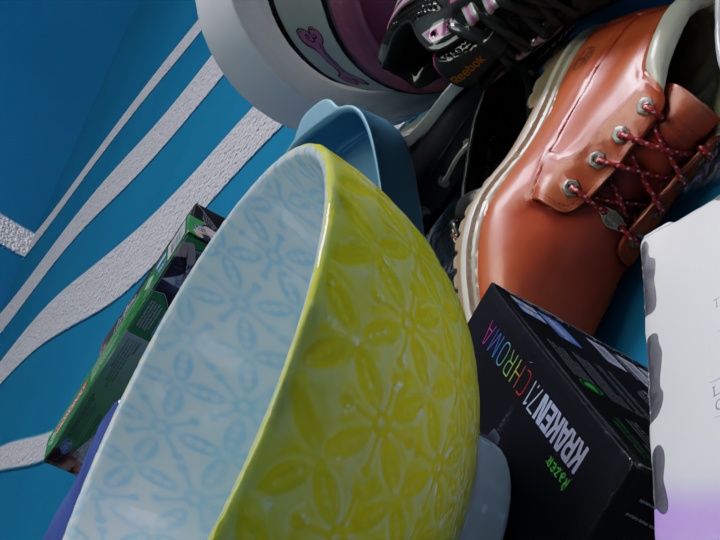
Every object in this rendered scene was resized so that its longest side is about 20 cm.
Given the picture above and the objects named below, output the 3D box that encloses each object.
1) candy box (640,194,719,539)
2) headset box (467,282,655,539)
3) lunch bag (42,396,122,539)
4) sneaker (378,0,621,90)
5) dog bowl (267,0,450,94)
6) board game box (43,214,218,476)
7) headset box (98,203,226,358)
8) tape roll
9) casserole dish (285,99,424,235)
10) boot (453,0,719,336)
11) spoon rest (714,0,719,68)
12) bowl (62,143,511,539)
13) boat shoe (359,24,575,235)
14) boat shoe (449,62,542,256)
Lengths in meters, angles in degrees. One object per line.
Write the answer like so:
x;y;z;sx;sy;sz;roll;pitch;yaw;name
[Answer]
0.158;0.038;0.379;0.167;0.071;0.201;-35;31;35;candy box
0.052;0.133;0.547;0.201;0.092;0.174;-59;17;11;headset box
-0.108;0.173;0.864;0.201;0.135;0.132;-66;18;-10;lunch bag
0.075;-0.129;0.748;0.087;0.080;0.200;-62;19;-15;sneaker
0.042;-0.199;0.918;0.074;0.199;0.201;33;95;50;dog bowl
-0.106;0.076;1.006;0.201;0.134;0.029;-55;19;21;board game box
-0.164;0.068;1.276;0.200;0.075;0.149;-52;20;28;headset box
-0.008;-0.193;1.019;0.071;0.201;0.204;-13;51;66;tape roll
0.000;0.000;0.870;0.121;0.039;0.202;-28;66;56;casserole dish
0.110;-0.039;0.678;0.107;0.075;0.201;-18;46;59;boot
0.185;-0.152;0.645;0.099;0.060;0.201;-47;22;40;spoon rest
-0.016;0.072;0.494;0.201;0.107;0.201;-53;19;27;bowl
0.067;-0.084;0.878;0.200;0.060;0.074;-43;0;42;boat shoe
0.072;-0.016;0.765;0.074;0.063;0.203;-32;36;53;boat shoe
